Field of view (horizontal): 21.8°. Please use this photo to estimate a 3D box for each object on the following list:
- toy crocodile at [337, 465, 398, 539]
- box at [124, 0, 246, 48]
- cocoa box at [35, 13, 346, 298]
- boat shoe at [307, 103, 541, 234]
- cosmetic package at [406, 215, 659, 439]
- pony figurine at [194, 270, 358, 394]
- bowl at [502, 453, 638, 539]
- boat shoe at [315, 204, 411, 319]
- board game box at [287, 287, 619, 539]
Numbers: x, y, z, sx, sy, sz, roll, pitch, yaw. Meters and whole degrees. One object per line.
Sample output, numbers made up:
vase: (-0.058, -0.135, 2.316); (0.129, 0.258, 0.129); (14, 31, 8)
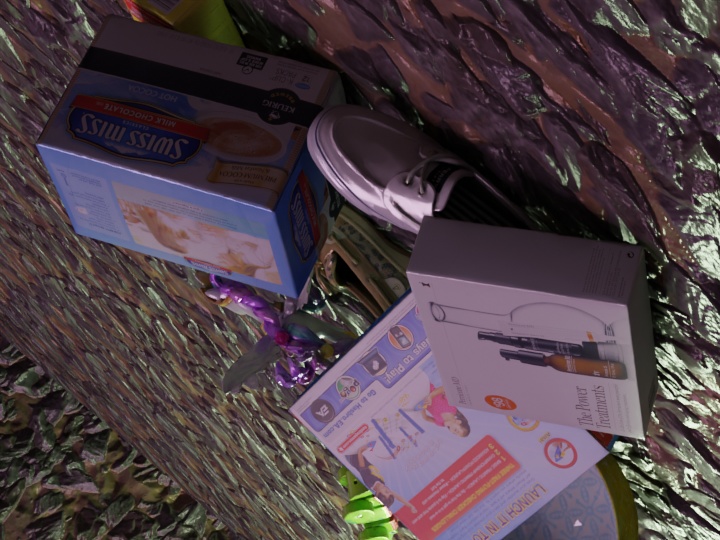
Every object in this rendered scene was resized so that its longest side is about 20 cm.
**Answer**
toy crocodile: (0.015, 0.291, 2.319); (0.200, 0.062, 0.068); (66, -167, -57)
box: (-0.123, -0.163, 1.512); (0.075, 0.050, 0.200); (35, 161, 33)
cocoa box: (-0.120, -0.086, 1.424); (0.200, 0.131, 0.133); (16, 153, 16)
boat shoe: (0.056, -0.058, 1.307); (0.200, 0.074, 0.067); (32, 160, -3)
cosmetic package: (0.123, 0.042, 1.297); (0.150, 0.052, 0.200); (10, 152, 19)
pony figurine: (-0.062, 0.061, 1.794); (0.200, 0.167, 0.193); (33, 176, -16)
bowl: (0.164, 0.212, 1.594); (0.200, 0.200, 0.108); (35, -155, 32)
boat shoe: (0.000, 0.000, 1.591); (0.200, 0.063, 0.073); (33, 162, 37)
board game box: (0.076, 0.115, 1.501); (0.196, 0.056, 0.200); (45, 125, -1)
